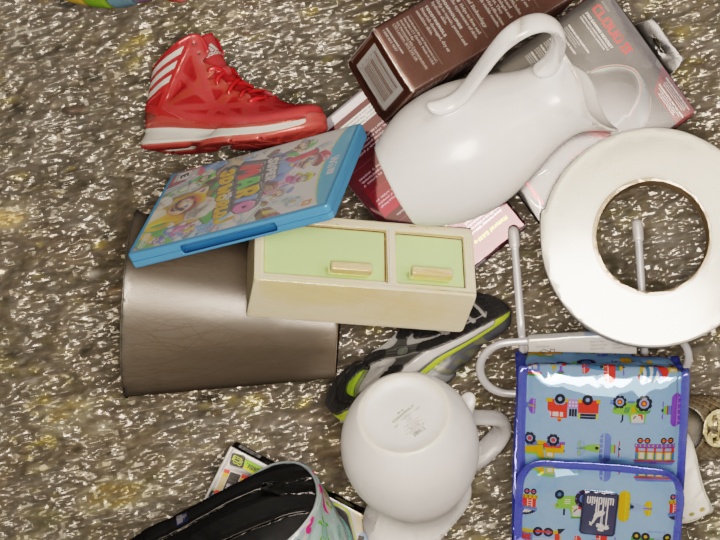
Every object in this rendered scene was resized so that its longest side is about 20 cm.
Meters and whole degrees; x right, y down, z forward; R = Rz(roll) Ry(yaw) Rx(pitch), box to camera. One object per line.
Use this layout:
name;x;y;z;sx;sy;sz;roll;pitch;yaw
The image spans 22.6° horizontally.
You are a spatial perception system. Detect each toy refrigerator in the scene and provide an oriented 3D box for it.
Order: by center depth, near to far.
toy refrigerator;0.000;0.000;1.628;0.200;0.070;0.076;5;56;-8

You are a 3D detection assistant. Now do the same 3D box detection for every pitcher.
pitcher;0.108;-0.135;1.591;0.200;0.172;0.121;-28;50;8
pitcher;0.066;0.160;1.643;0.172;0.200;0.121;-40;62;-17

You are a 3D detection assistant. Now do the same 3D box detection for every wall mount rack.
wall mount rack;0.205;0.047;1.682;0.200;0.075;0.174;-4;118;4

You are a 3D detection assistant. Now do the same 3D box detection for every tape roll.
tape roll;0.262;-0.029;1.632;0.203;0.037;0.203;0;86;5

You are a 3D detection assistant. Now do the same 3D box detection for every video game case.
video game case;-0.100;-0.068;1.624;0.200;0.143;0.018;-13;120;22

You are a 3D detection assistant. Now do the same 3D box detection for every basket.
basket;-0.118;0.038;1.704;0.200;0.136;0.180;3;102;0

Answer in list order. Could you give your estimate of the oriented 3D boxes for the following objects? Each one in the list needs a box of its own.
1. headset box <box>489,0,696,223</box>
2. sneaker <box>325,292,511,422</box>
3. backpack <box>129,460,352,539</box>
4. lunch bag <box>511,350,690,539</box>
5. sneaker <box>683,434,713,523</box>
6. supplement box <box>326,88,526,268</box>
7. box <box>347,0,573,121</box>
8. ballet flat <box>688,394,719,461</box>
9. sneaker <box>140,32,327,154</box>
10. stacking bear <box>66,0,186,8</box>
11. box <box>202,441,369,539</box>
headset box;0.208;-0.160;1.699;0.200;0.075;0.149;-35;88;5
sneaker;0.062;0.095;1.724;0.200;0.074;0.081;-34;129;-7
backpack;-0.103;0.272;1.650;0.200;0.178;0.151;-34;111;0
lunch bag;0.213;0.178;1.622;0.150;0.094;0.200;1;96;3
sneaker;0.277;0.248;1.695;0.116;0.074;0.200;-4;107;0
supplement box;0.055;-0.085;1.720;0.109;0.061;0.200;-39;87;4
box;0.095;-0.225;1.662;0.200;0.100;0.075;-30;87;-19
ballet flat;0.268;0.151;1.715;0.200;0.046;0.067;1;92;4
sneaker;-0.124;-0.173;1.703;0.200;0.078;0.116;-2;87;25
stacking bear;-0.265;-0.307;1.722;0.200;0.121;0.114;-1;84;14
box;-0.059;0.261;1.749;0.200;0.035;0.110;27;93;3
